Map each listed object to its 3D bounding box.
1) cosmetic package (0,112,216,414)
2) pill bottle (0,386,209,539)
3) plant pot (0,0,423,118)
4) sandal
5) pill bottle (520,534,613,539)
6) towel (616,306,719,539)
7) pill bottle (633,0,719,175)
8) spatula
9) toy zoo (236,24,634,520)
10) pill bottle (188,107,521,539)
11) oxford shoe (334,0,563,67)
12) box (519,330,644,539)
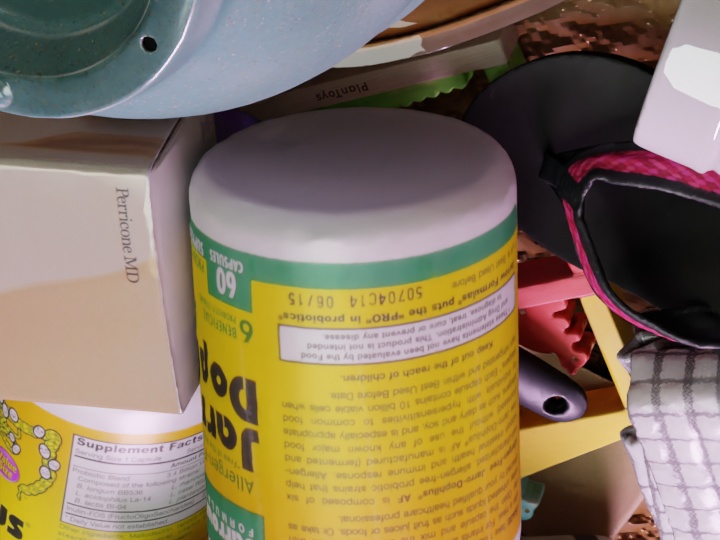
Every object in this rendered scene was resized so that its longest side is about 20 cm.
[{"bbox_3d":[-0.150,-0.015,0.998,0.199,0.071,0.106,3,122,16],"label":"cosmetic package"},{"bbox_3d":[-0.100,0.056,1.125,0.104,0.104,0.201,19,128,8],"label":"pill bottle"},{"bbox_3d":[-0.071,-0.123,0.795,0.199,0.134,0.201,13,125,19],"label":"plant pot"},{"bbox_3d":[0.111,-0.007,0.940,0.200,0.045,0.075,39,119,23],"label":"sandal"},{"bbox_3d":[0.008,0.162,1.103,0.199,0.112,0.112,-1,135,-5],"label":"pill bottle"},{"bbox_3d":[0.193,0.085,1.029,0.165,0.086,0.201,-4,130,25],"label":"towel"},{"bbox_3d":[0.194,-0.047,0.881,0.199,0.120,0.120,21,137,6],"label":"pill bottle"},{"bbox_3d":[0.000,0.000,1.034,0.200,0.021,0.057,35,125,-7],"label":"spatula"},{"bbox_3d":[0.030,0.009,1.057,0.131,0.020,0.201,-12,118,25],"label":"toy zoo"},{"bbox_3d":[0.000,0.055,0.980,0.112,0.113,0.201,7,114,20],"label":"pill bottle"},{"bbox_3d":[-0.004,-0.107,0.931,0.199,0.071,0.072,-11,108,2],"label":"oxford shoe"},{"bbox_3d":[0.029,0.076,1.149,0.163,0.021,0.200,28,136,-2],"label":"box"}]
